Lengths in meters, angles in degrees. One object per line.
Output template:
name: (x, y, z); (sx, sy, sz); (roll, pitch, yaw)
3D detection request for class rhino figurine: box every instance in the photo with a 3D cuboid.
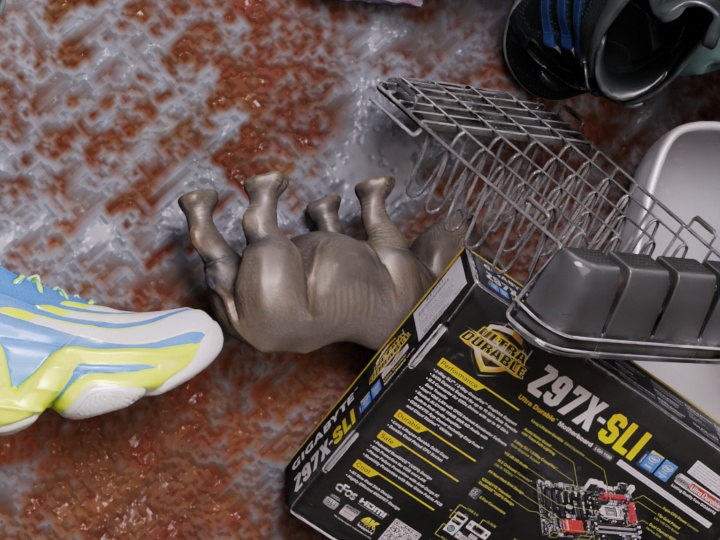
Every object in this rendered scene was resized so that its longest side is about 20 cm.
rhino figurine: (0.000, 0.000, 1.406); (0.199, 0.060, 0.088); (0, 73, -40)

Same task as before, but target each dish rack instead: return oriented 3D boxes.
dish rack: (0.094, -0.031, 1.384); (0.153, 0.200, 0.055); (6, 120, -45)

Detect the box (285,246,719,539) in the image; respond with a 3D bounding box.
box: (0.085, 0.107, 1.401); (0.199, 0.049, 0.160); (33, 107, -17)

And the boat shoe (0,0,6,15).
boat shoe: (-0.258, -0.109, 1.285); (0.199, 0.062, 0.073); (-24, 121, -26)

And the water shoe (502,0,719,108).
water shoe: (0.124, -0.120, 1.397); (0.071, 0.200, 0.079); (27, 62, -14)

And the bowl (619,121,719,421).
bowl: (0.216, 0.030, 1.501); (0.199, 0.075, 0.201); (13, 81, -25)

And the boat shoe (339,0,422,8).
boat shoe: (-0.032, -0.197, 1.398); (0.199, 0.075, 0.093); (11, 74, -25)

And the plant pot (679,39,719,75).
plant pot: (0.213, -0.212, 1.462); (0.199, 0.200, 0.198); (-12, 100, -25)

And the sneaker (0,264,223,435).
sneaker: (-0.166, 0.025, 1.322); (0.199, 0.076, 0.106); (-16, 93, -24)
